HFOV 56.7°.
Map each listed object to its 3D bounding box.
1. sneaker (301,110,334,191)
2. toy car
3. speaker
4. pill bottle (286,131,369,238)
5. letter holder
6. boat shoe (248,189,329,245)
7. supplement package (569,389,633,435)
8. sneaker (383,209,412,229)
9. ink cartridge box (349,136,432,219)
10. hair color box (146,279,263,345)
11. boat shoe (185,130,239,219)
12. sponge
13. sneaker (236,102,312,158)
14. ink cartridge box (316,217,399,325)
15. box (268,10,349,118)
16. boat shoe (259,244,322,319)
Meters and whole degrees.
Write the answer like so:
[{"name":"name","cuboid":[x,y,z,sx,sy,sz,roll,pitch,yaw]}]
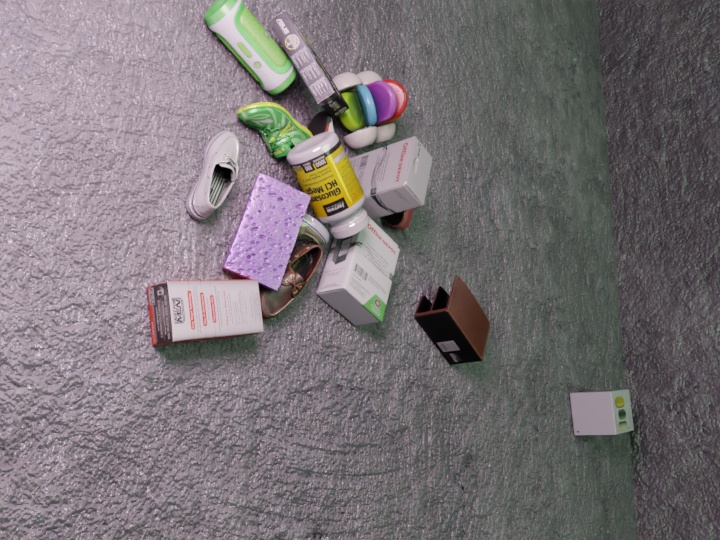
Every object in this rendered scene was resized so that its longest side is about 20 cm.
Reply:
[{"name":"sneaker","cuboid":[-0.071,-0.243,1.481,0.108,0.067,0.202,24,66,-48]},{"name":"toy car","cuboid":[0.032,-0.392,1.583,0.200,0.150,0.175,-26,101,-52]},{"name":"speaker","cuboid":[-0.217,-0.451,1.336,0.200,0.088,0.089,45,48,-35]},{"name":"pill bottle","cuboid":[-0.059,-0.170,1.360,0.112,0.112,0.200,-52,124,-45]},{"name":"letter holder","cuboid":[0.248,0.128,1.759,0.200,0.100,0.142,52,42,-29]},{"name":"boat shoe","cuboid":[-0.150,-0.094,1.350,0.200,0.072,0.062,31,70,-32]},{"name":"supplement package","cuboid":[0.870,0.510,2.402,0.200,0.151,0.152,9,74,-50]},{"name":"sneaker","cuboid":[0.098,-0.197,1.697,0.087,0.074,0.200,30,61,-60]},{"name":"ink cartridge box","cuboid":[0.054,-0.202,1.518,0.083,0.200,0.147,40,51,-38]},{"name":"hair color box","cuboid":[-0.263,0.069,1.154,0.200,0.061,0.102,1,79,-53]},{"name":"boat shoe","cuboid":[-0.253,-0.179,1.229,0.074,0.067,0.200,38,52,-40]},{"name":"sponge","cuboid":[-0.176,-0.073,1.264,0.111,0.030,0.200,23,74,-19]},{"name":"sneaker","cuboid":[-0.166,-0.278,1.362,0.200,0.074,0.084,25,57,-46]},{"name":"ink cartridge box","cuboid":[0.000,0.000,1.488,0.146,0.084,0.200,43,49,-36]},{"name":"box","cuboid":[-0.106,-0.428,1.406,0.200,0.049,0.161,59,11,4]},{"name":"boat shoe","cuboid":[-0.141,0.016,1.319,0.070,0.070,0.200,55,44,-28]}]
